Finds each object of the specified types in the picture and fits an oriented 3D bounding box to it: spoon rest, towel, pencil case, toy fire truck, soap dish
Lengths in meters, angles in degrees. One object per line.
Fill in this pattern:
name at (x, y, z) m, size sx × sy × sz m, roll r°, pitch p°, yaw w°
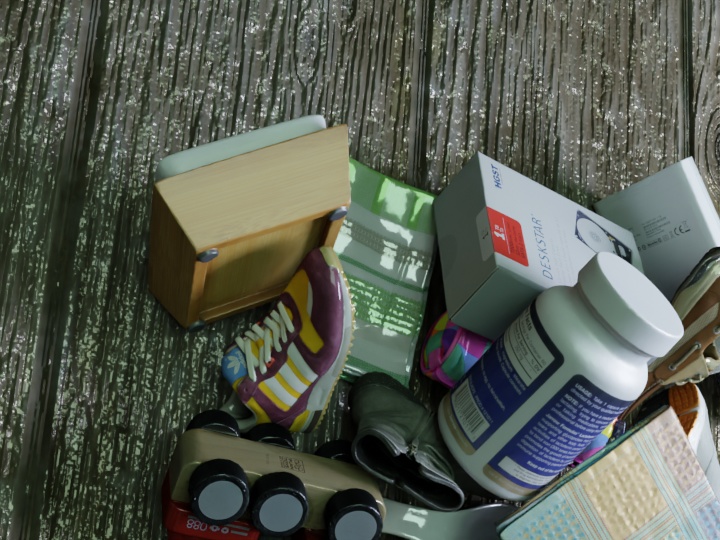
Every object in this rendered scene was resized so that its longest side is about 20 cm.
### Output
spoon rest at (0.086, 0.245, 1.041) m, size 0.197 × 0.061 × 0.101 m, roll 21°, pitch 70°, yaw -17°
towel at (0.220, 0.226, 0.993) m, size 0.198 × 0.022 × 0.148 m, roll -30°, pitch 97°, yaw -20°
towel at (0.000, 0.000, 1.081) m, size 0.147 × 0.031 × 0.203 m, roll 22°, pitch 69°, yaw -18°
pencil case at (0.151, 0.109, 1.091) m, size 0.198 × 0.088 × 0.089 m, roll 32°, pitch 67°, yaw -11°
toy fire truck at (-0.087, 0.243, 0.948) m, size 0.173 × 0.129 × 0.203 m, roll 15°, pitch 111°, yaw -19°
soap dish at (-0.090, -0.032, 0.942) m, size 0.155 × 0.201 × 0.082 m, roll -19°, pitch 72°, yaw -18°

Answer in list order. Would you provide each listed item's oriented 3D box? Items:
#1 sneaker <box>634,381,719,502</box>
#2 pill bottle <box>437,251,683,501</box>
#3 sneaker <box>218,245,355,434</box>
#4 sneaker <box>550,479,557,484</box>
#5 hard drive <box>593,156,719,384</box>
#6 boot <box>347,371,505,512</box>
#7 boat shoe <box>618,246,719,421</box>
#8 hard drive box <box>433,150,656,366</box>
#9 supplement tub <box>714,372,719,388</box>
sneaker at (0.319, 0.199, 1.130) m, size 0.092 × 0.075 × 0.202 m, roll 47°, pitch 34°, yaw -25°
pill bottle at (0.164, 0.087, 0.969) m, size 0.115 × 0.200 × 0.116 m, roll 32°, pitch 26°, yaw -18°
sneaker at (-0.065, 0.066, 0.951) m, size 0.088 × 0.202 × 0.075 m, roll -3°, pitch 42°, yaw -22°
sneaker at (0.251, 0.244, 1.092) m, size 0.198 × 0.078 × 0.087 m, roll 22°, pitch 66°, yaw -32°
hard drive at (0.318, 0.004, 1.162) m, size 0.026 × 0.131 × 0.203 m, roll -21°, pitch 86°, yaw -33°
boot at (0.072, 0.172, 1.008) m, size 0.198 × 0.131 × 0.068 m, roll 28°, pitch 106°, yaw -14°
boat shoe at (0.304, 0.073, 1.106) m, size 0.073 × 0.202 × 0.075 m, roll 37°, pitch 32°, yaw 12°
hard drive box at (0.172, 0.004, 1.083) m, size 0.198 × 0.077 × 0.158 m, roll 23°, pitch 39°, yaw -25°
supplement tub at (0.408, 0.049, 1.197) m, size 0.121 × 0.122 × 0.203 m, roll -15°, pitch 83°, yaw -26°
